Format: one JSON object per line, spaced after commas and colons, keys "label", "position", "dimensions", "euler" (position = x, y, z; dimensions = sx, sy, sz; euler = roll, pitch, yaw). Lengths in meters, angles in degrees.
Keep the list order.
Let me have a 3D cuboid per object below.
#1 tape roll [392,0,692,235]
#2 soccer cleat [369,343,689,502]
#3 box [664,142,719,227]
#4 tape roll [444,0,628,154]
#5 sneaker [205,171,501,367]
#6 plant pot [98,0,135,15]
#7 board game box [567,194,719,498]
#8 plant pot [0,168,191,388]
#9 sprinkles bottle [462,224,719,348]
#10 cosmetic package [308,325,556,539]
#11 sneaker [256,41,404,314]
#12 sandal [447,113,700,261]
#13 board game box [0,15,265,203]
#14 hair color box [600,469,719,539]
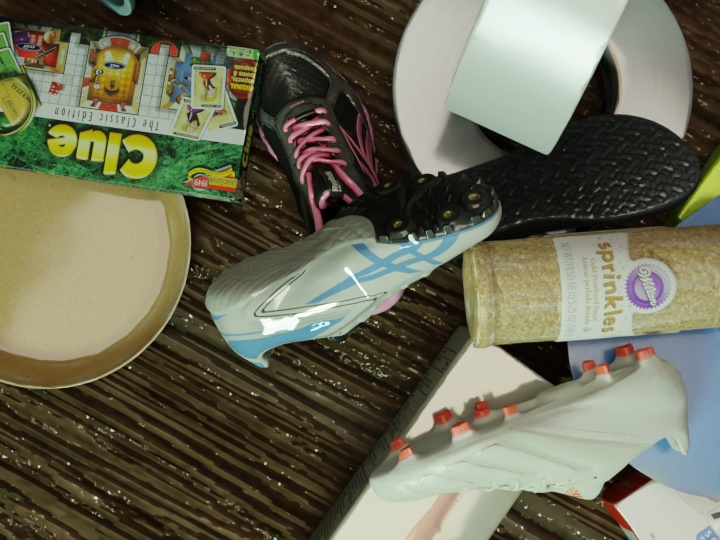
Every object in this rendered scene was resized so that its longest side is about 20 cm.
{"label": "tape roll", "position": [0.121, -0.120, 0.851], "dimensions": [0.200, 0.066, 0.201], "euler": [0, 86, 0]}
{"label": "soccer cleat", "position": [0.105, 0.109, 0.742], "dimensions": [0.200, 0.069, 0.078], "euler": [-20, 94, -6]}
{"label": "box", "position": [0.317, -0.080, 0.854], "dimensions": [0.122, 0.048, 0.200], "euler": [36, 88, 2]}
{"label": "tape roll", "position": [0.121, -0.173, 0.721], "dimensions": [0.071, 0.202, 0.203], "euler": [24, 88, 4]}
{"label": "sneaker", "position": [0.000, 0.000, 0.763], "dimensions": [0.200, 0.072, 0.073], "euler": [-24, 123, 21]}
{"label": "plant pot", "position": [-0.147, -0.308, 0.812], "dimensions": [0.196, 0.200, 0.200], "euler": [-43, 87, -9]}
{"label": "board game box", "position": [0.233, 0.048, 0.806], "dimensions": [0.200, 0.039, 0.158], "euler": [-35, 85, -4]}
{"label": "plant pot", "position": [-0.217, -0.018, 0.871], "dimensions": [0.200, 0.027, 0.200], "euler": [0, 88, 1]}
{"label": "sprinkles bottle", "position": [0.165, 0.007, 0.754], "dimensions": [0.200, 0.068, 0.068], "euler": [-4, 87, -1]}
{"label": "cosmetic package", "position": [0.048, 0.142, 0.821], "dimensions": [0.087, 0.103, 0.200], "euler": [35, 90, 0]}
{"label": "sneaker", "position": [-0.021, -0.067, 0.837], "dimensions": [0.079, 0.095, 0.200], "euler": [-23, 86, 3]}
{"label": "sandal", "position": [0.116, -0.046, 0.794], "dimensions": [0.200, 0.045, 0.075], "euler": [-14, 61, 13]}
{"label": "board game box", "position": [-0.171, -0.111, 0.843], "dimensions": [0.200, 0.023, 0.105], "euler": [8, 89, 7]}
{"label": "hair color box", "position": [0.278, 0.143, 0.836], "dimensions": [0.200, 0.064, 0.111], "euler": [-35, 86, -2]}
